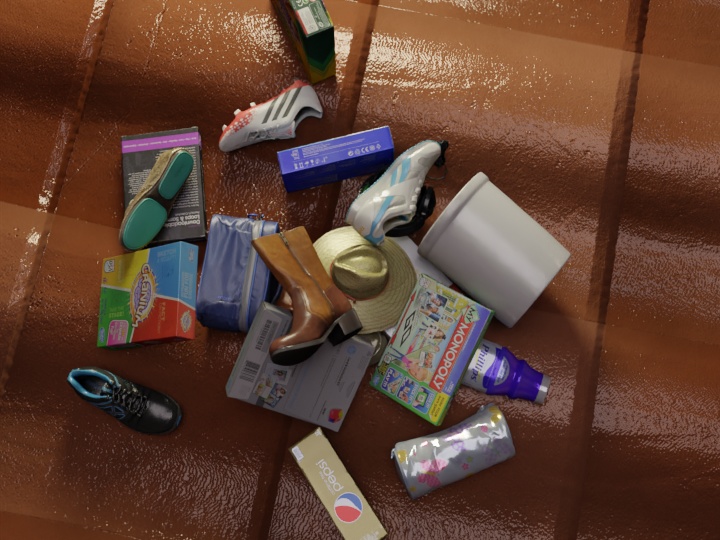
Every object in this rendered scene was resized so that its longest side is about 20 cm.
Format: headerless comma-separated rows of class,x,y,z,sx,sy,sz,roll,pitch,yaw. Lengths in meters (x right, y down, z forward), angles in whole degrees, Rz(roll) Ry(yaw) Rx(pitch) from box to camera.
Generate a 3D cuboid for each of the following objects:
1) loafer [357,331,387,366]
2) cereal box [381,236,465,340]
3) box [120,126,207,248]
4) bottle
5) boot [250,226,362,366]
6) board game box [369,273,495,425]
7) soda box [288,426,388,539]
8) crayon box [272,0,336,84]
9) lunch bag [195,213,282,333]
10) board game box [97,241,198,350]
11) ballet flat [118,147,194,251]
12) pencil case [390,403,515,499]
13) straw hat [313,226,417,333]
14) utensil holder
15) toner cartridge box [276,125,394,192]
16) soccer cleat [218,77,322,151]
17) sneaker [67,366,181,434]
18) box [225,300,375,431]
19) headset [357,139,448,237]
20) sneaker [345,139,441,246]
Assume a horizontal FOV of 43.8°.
loafer,-0.053,0.115,1.486,0.195,0.068,0.077,6,72,3
cereal box,0.064,0.029,1.519,0.144,0.040,0.200,-43,79,-10
box,-0.345,-0.144,1.574,0.140,0.036,0.204,-6,76,1
bottle,0.212,0.161,1.471,0.197,0.065,0.085,22,85,6
boot,-0.106,0.030,1.358,0.186,0.069,0.202,-23,75,-39
board game box,0.113,0.126,1.439,0.133,0.029,0.203,27,96,23
soda box,-0.035,0.354,1.433,0.063,0.068,0.202,-32,78,-6
crayon box,-0.107,-0.457,1.567,0.057,0.173,0.203,-23,77,-7
lunch bag,-0.188,0.003,1.483,0.129,0.136,0.204,9,80,0
board game box,-0.351,0.045,1.475,0.197,0.040,0.157,-10,74,35
ballet flat,-0.353,-0.121,1.524,0.065,0.071,0.202,14,66,47
pencil case,0.149,0.289,1.434,0.197,0.083,0.092,-23,92,-3
straw hat,0.000,0.000,1.452,0.196,0.085,0.205,1,70,-4
utensil holder,0.218,-0.030,1.466,0.199,0.170,0.170,42,81,7
toner cartridge box,-0.041,-0.190,1.545,0.196,0.095,0.044,-13,77,-2
soccer cleat,-0.158,-0.258,1.580,0.198,0.069,0.086,-34,74,-11
sneaker,-0.391,0.214,1.469,0.196,0.082,0.074,19,76,5
box,-0.095,0.155,1.426,0.197,0.041,0.158,21,102,-19
headset,0.081,-0.143,1.524,0.123,0.095,0.199,38,58,19
sneaker,0.067,-0.127,1.458,0.081,0.077,0.200,42,81,11
